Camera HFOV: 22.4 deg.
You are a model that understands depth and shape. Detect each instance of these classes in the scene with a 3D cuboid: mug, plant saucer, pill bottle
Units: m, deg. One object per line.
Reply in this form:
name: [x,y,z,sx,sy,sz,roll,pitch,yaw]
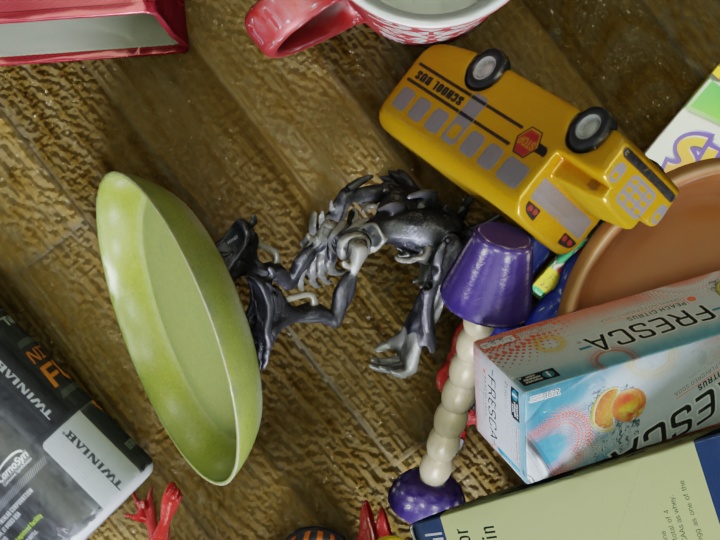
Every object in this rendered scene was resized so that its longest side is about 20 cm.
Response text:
mug: [0.018,-0.197,1.084,0.177,0.200,0.134,-5,91,2]
plant saucer: [-0.106,0.031,1.100,0.031,0.200,0.200,-21,90,-22]
pill bottle: [-0.234,0.089,1.137,0.106,0.106,0.200,-45,90,1]
plant saucer: [0.206,0.020,1.124,0.200,0.037,0.201,-10,118,-20]

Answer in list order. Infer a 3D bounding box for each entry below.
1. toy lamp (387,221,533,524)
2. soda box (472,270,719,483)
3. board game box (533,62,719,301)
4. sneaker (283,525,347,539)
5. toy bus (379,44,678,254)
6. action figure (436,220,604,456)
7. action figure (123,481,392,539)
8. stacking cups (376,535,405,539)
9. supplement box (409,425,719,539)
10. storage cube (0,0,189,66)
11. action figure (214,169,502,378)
toy lamp: [0.063,0.065,1.102,0.058,0.058,0.200,13,117,1]
soda box: [0.168,0.056,1.060,0.200,0.068,0.064,-15,120,-18]
board game box: [0.207,-0.033,1.169,0.096,0.030,0.200,40,89,1]
sneaker: [-0.034,0.264,1.131,0.077,0.112,0.200,5,90,1]
toy bus: [0.097,-0.073,1.087,0.078,0.200,0.065,-51,130,0]
action figure: [0.098,0.036,1.145,0.065,0.052,0.200,28,110,0]
action figure: [-0.087,0.161,1.132,0.200,0.065,0.099,-19,71,10]
stacking cups: [-0.049,0.214,1.075,0.200,0.060,0.061,-27,90,34]
supplement box: [0.168,0.207,1.058,0.199,0.134,0.200,-21,82,25]
storage cube: [-0.203,-0.225,1.103,0.200,0.171,0.180,-5,89,2]
action figure: [0.000,0.000,1.131,0.200,0.102,0.119,-15,46,-33]
